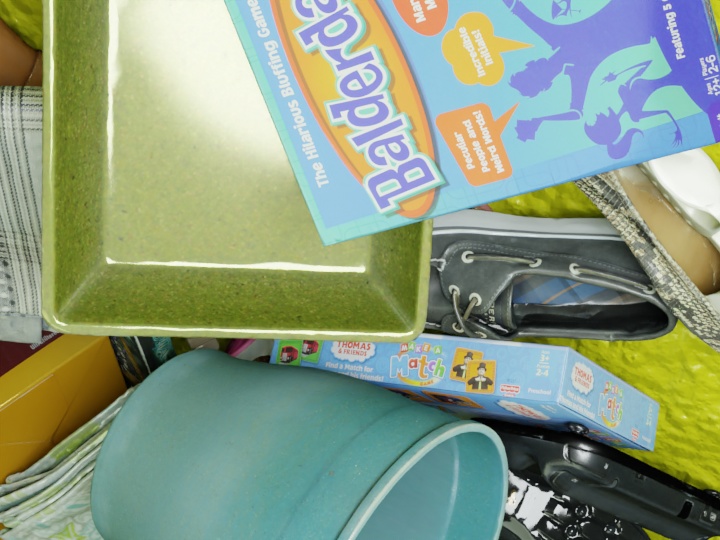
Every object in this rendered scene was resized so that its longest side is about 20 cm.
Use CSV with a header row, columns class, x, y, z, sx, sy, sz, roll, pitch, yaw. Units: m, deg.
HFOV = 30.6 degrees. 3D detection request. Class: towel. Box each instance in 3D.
class,x,y,z,sx,sy,sz,roll,pitch,yaw
towel,-0.256,-0.027,0.793,0.190,0.035,0.201,1,135,-5
towel,-0.135,0.156,0.926,0.171,0.049,0.199,-35,141,26

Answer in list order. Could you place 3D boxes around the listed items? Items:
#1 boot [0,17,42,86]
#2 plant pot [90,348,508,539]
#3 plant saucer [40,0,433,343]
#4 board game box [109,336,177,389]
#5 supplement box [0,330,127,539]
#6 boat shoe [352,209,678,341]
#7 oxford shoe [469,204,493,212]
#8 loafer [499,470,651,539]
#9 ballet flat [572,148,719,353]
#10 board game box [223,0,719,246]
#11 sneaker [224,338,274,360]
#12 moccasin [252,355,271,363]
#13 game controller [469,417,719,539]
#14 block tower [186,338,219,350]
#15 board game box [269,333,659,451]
class,x,y,z,sx,sy,sz,roll,pitch,yaw
boot,-0.223,-0.135,0.823,0.154,0.074,0.200,27,146,-5
plant pot,-0.046,0.140,0.755,0.187,0.200,0.201,25,147,30
plant saucer,-0.060,-0.068,0.676,0.197,0.048,0.202,2,104,-7
board game box,-0.192,0.021,0.947,0.200,0.028,0.136,39,154,35
supplement box,-0.278,0.079,0.995,0.200,0.132,0.198,42,156,30
boat shoe,0.077,0.008,0.719,0.198,0.057,0.069,-2,131,11
oxford shoe,0.000,0.000,0.803,0.199,0.075,0.071,-15,122,45
loafer,0.120,0.166,0.935,0.199,0.069,0.070,28,180,0
ballet flat,0.167,-0.021,0.650,0.200,0.068,0.075,45,167,-16
board game box,0.049,-0.107,0.577,0.198,0.045,0.153,-14,112,22
sneaker,-0.086,0.105,0.992,0.088,0.082,0.200,38,145,-7
moccasin,-0.005,0.136,0.880,0.202,0.074,0.078,51,124,4
game controller,0.152,0.128,0.818,0.104,0.042,0.199,18,172,47
block tower,-0.126,-0.037,0.856,0.054,0.057,0.201,53,167,48
board game box,0.066,0.072,0.820,0.198,0.037,0.151,5,166,34
